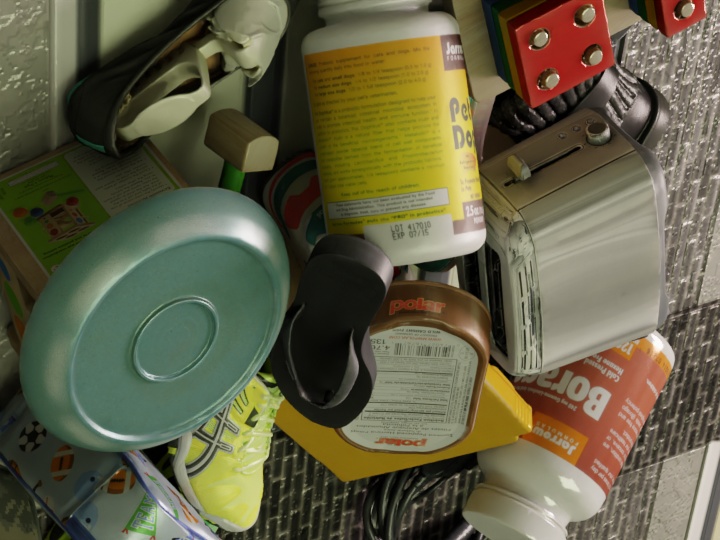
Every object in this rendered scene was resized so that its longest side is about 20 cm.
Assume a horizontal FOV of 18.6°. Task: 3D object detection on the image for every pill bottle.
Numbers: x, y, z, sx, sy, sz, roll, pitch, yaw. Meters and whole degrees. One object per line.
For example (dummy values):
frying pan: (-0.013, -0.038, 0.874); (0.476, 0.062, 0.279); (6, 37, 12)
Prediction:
pill bottle: (0.020, -0.106, 1.479); (0.109, 0.109, 0.201); (-10, 94, -30)
pill bottle: (0.164, 0.129, 1.773); (0.201, 0.112, 0.112); (-61, 140, -16)

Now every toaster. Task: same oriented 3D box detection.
toaster: (0.143, -0.011, 1.576); (0.129, 0.114, 0.201); (-22, 133, -16)

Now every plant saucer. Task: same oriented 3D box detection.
plant saucer: (-0.124, 0.039, 1.410); (0.200, 0.027, 0.201); (-23, 135, -25)

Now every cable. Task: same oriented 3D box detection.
cable: (0.082, 0.194, 1.867); (0.200, 0.051, 0.163); (-45, 142, -3)

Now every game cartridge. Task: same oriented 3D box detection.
game cartridge: (0.017, 0.093, 1.679); (0.176, 0.033, 0.200); (-15, 146, 22)

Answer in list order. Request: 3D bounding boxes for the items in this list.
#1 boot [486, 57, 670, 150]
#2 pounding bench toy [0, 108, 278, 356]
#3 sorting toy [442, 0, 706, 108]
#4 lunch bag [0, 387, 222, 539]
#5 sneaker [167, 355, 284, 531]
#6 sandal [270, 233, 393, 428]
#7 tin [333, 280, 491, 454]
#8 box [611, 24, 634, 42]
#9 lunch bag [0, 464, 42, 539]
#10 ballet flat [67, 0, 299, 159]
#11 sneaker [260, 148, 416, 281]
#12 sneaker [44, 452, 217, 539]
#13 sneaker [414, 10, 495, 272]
boot: (0.132, -0.083, 1.648); (0.158, 0.079, 0.212); (25, 96, -52)
pounding bench toy: (-0.138, -0.003, 1.481); (0.199, 0.124, 0.156); (-27, 135, -18)
sorting toy: (0.153, -0.224, 1.480); (0.199, 0.070, 0.199); (-28, 132, -13)
lunch bag: (-0.168, 0.164, 1.538); (0.076, 0.200, 0.160); (-45, 137, -3)
sneaker: (-0.091, 0.098, 1.584); (0.075, 0.076, 0.201); (-28, 119, -50)
sandal: (-0.026, 0.049, 1.490); (0.200, 0.076, 0.043); (98, 11, -54)
tin: (0.034, 0.075, 1.589); (0.111, 0.042, 0.200); (6, 147, 0)
box: (0.177, -0.277, 1.549); (0.158, 0.050, 0.200); (-46, 137, 3)
lunch bag: (-0.338, 0.211, 1.498); (0.200, 0.140, 0.168); (16, 136, -43)
ballet flat: (-0.101, -0.139, 1.441); (0.200, 0.068, 0.068); (-40, 136, -3)
sneaker: (0.000, -0.001, 1.609); (0.070, 0.093, 0.200); (-39, 137, -4)
sneaker: (-0.156, 0.198, 1.667); (0.200, 0.074, 0.084); (-33, 133, -11)
sneaker: (0.045, -0.093, 1.587); (0.080, 0.071, 0.201); (-4, 114, -29)
